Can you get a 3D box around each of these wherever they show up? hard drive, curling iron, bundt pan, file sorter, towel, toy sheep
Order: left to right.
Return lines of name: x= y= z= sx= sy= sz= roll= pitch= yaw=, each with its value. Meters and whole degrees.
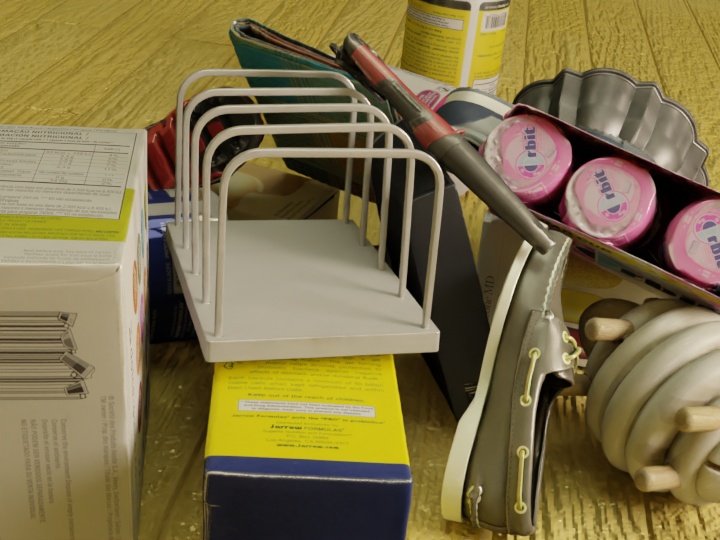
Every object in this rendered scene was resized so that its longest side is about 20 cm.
file sorter: x=-0.042 y=-0.043 z=0.715 sx=0.138 sy=0.125 sz=0.200 roll=-2 pitch=23 yaw=-16
towel: x=-0.020 y=-0.114 z=0.901 sx=0.146 sy=0.200 sz=0.022 roll=24 pitch=72 yaw=20
hard drive: x=0.053 y=0.007 z=0.807 sx=0.042 sy=0.201 sz=0.135 roll=-19 pitch=31 yaw=-5
curling iron: x=0.054 y=-0.086 z=0.733 sx=0.200 sy=0.026 sz=0.050 roll=45 pitch=12 yaw=16
bundt pan: x=0.199 y=-0.070 z=0.992 sx=0.200 sy=0.203 sz=0.076 roll=13 pitch=38 yaw=13
toy sheep: x=0.213 y=0.089 z=0.749 sx=0.137 sy=0.139 sz=0.200 roll=-9 pitch=45 yaw=-28

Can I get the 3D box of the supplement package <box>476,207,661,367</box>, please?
supplement package: x=0.197 y=0.008 z=0.917 sx=0.199 sy=0.115 sz=0.110 roll=11 pitch=27 yaw=13

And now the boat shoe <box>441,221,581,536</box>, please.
boat shoe: x=0.107 y=0.068 z=0.726 sx=0.060 sy=0.203 sz=0.072 roll=13 pitch=-16 yaw=19

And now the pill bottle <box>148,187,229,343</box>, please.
pill bottle: x=-0.200 y=0.001 z=0.840 sx=0.199 sy=0.117 sz=0.116 roll=-4 pitch=29 yaw=-21

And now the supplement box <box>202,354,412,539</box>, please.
supplement box: x=-0.037 y=0.105 z=0.678 sx=0.109 sy=0.110 sz=0.200 roll=4 pitch=26 yaw=-5

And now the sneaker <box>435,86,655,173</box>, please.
sneaker: x=0.137 y=-0.075 z=0.895 sx=0.199 sy=0.070 sz=0.082 roll=22 pitch=57 yaw=26

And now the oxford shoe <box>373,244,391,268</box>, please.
oxford shoe: x=0.000 y=0.000 z=0.933 sx=0.071 sy=0.073 sz=0.199 roll=24 pitch=31 yaw=33

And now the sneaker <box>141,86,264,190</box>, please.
sneaker: x=-0.162 y=-0.088 z=0.928 sx=0.199 sy=0.071 sz=0.098 roll=-23 pitch=3 yaw=13

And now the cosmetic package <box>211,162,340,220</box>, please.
cosmetic package: x=-0.128 y=-0.051 z=1.007 sx=0.199 sy=0.072 sz=0.105 roll=16 pitch=28 yaw=17

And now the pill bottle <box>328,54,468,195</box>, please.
pill bottle: x=0.030 y=-0.157 z=1.204 sx=0.199 sy=0.114 sz=0.113 roll=24 pitch=32 yaw=33

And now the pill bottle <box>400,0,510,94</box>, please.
pill bottle: x=0.100 y=-0.232 z=1.270 sx=0.112 sy=0.201 sz=0.113 roll=5 pitch=26 yaw=-3

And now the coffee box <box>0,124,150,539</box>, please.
coffee box: x=-0.227 y=0.038 z=0.667 sx=0.198 sy=0.201 sz=0.198 roll=1 pitch=27 yaw=-8

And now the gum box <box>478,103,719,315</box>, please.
gum box: x=0.177 y=-0.040 z=0.793 sx=0.199 sy=0.066 sz=0.113 roll=27 pitch=-2 yaw=14
